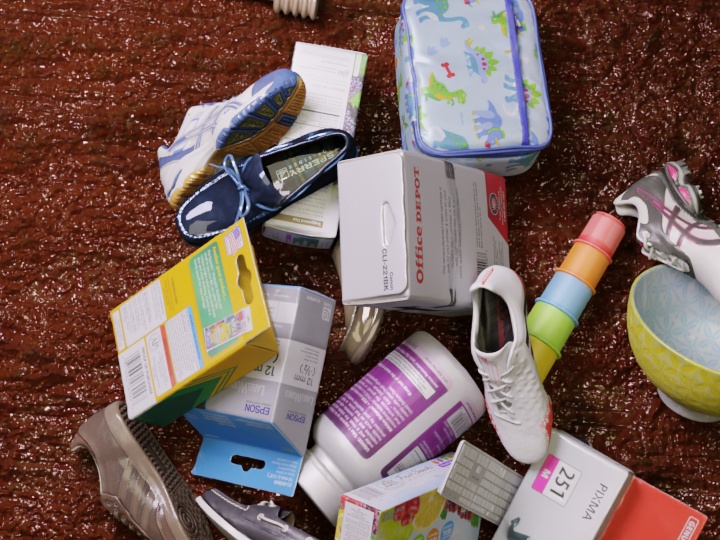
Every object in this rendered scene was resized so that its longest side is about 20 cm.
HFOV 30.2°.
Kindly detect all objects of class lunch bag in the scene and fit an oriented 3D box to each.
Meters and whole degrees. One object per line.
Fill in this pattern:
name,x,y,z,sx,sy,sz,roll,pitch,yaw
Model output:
lunch bag,0.120,-0.203,1.423,0.159,0.083,0.202,0,72,-9

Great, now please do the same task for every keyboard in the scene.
keyboard,0.132,0.220,1.340,0.011,0.200,0.057,26,83,35

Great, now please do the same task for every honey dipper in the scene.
honey dipper,-0.143,-0.310,1.455,0.198,0.038,0.038,11,82,0

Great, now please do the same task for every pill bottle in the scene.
pill bottle,0.023,0.165,1.365,0.200,0.112,0.112,-40,87,-9

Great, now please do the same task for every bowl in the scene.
bowl,0.363,0.092,1.392,0.198,0.201,0.108,11,125,-3

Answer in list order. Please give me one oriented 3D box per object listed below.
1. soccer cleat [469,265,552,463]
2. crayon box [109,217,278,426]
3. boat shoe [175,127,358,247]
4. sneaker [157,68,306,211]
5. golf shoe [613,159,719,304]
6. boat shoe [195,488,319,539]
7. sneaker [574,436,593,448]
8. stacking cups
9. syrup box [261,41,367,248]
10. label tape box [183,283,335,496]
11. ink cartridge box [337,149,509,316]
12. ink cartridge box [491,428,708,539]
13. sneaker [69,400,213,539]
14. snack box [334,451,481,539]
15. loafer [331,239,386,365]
soccer cleat,0.142,0.096,1.313,0.068,0.085,0.202,-6,96,25
crayon box,-0.157,0.054,1.324,0.199,0.051,0.127,-33,57,29
boat shoe,-0.098,-0.094,1.332,0.199,0.069,0.084,-34,84,-6
sneaker,-0.142,-0.151,1.374,0.200,0.075,0.089,-40,58,22
golf shoe,0.342,-0.024,1.409,0.088,0.077,0.201,-23,48,2
boat shoe,-0.085,0.265,1.330,0.199,0.074,0.060,28,72,40
sneaker,0.249,0.275,1.403,0.082,0.071,0.202,1,76,-38
stacking cups,0.217,0.029,1.431,0.060,0.061,0.201,31,76,0
syrup box,-0.049,-0.130,1.414,0.081,0.079,0.202,9,82,-4
label tape box,-0.115,0.114,1.348,0.142,0.066,0.202,5,78,38
ink cartridge box,0.067,-0.033,1.349,0.083,0.199,0.146,-7,81,35
ink cartridge box,0.221,0.288,1.332,0.173,0.044,0.201,28,92,24
sneaker,-0.222,0.234,1.370,0.075,0.070,0.201,-32,84,12
snack box,0.047,0.269,1.297,0.053,0.199,0.143,17,105,33
loafer,0.000,0.000,1.408,0.067,0.076,0.202,12,72,-2
